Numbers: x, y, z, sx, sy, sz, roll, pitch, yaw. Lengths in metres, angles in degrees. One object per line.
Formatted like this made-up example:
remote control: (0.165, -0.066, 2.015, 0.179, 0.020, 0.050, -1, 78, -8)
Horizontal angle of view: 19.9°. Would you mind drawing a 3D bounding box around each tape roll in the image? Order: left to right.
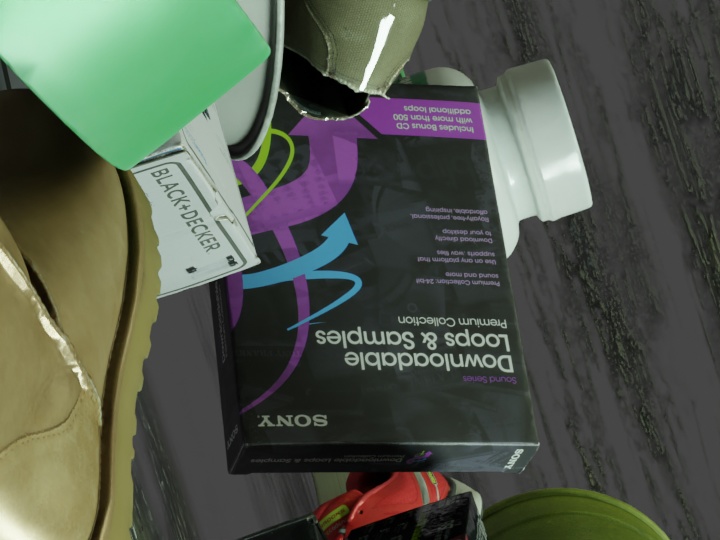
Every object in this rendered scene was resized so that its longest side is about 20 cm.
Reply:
tape roll: (-0.100, -0.115, 0.482, 0.201, 0.048, 0.200, 52, 0, 0)

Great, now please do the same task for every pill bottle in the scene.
pill bottle: (0.018, -0.043, 1.101, 0.113, 0.199, 0.113, -17, 90, -86)

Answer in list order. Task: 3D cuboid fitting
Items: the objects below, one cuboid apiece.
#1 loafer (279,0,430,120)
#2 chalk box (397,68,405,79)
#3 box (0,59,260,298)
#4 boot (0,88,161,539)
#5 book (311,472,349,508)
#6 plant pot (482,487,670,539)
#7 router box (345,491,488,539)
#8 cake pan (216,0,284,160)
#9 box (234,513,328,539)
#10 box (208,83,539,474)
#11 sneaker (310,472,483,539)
loafer: (-0.029, -0.105, 0.919, 0.200, 0.075, 0.070, -175, -80, -72)
chalk box: (-0.052, -0.161, 1.212, 0.124, 0.124, 0.201, 60, 12, -72)
box: (-0.101, -0.100, 0.771, 0.117, 0.060, 0.201, 61, 11, -68)
boot: (-0.104, -0.033, 0.439, 0.200, 0.066, 0.176, 66, 7, -48)
book: (0.018, 0.205, 1.188, 0.134, 0.048, 0.201, 69, 2, -59)
plant pot: (0.142, 0.261, 1.315, 0.193, 0.200, 0.201, -118, -171, -80)
router box: (0.040, 0.177, 0.823, 0.200, 0.062, 0.150, -4, 75, -86)
cake pan: (-0.081, -0.147, 0.908, 0.200, 0.037, 0.201, 172, -90, -71)
box: (0.006, 0.235, 0.855, 0.193, 0.047, 0.200, 71, 3, -47)
box: (0.000, 0.000, 0.970, 0.036, 0.142, 0.201, 118, -32, -58)
sneaker: (0.004, 0.160, 1.062, 0.085, 0.077, 0.200, 35, 25, -7)
